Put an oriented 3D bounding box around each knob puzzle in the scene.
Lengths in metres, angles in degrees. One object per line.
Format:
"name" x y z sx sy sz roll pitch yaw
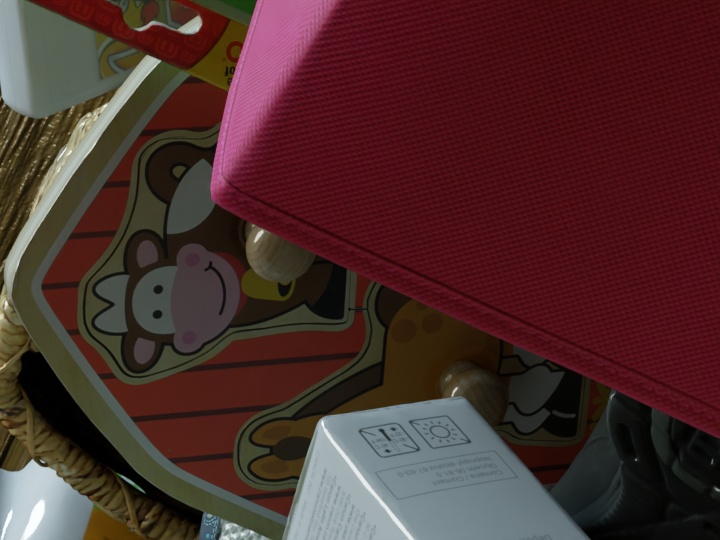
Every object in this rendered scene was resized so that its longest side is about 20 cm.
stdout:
"knob puzzle" 0.000 0.000 0.810 0.220 0.220 0.030 -64 27 16

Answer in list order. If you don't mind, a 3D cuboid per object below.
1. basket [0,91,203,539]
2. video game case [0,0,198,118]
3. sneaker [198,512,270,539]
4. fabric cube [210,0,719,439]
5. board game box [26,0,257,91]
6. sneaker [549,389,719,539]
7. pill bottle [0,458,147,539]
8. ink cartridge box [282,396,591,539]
"basket" -0.031 0.037 1.000 0.143 0.200 0.149 -66 10 -4
"video game case" -0.041 -0.164 0.927 0.200 0.023 0.182 -26 -53 -35
"sneaker" -0.001 0.044 0.908 0.200 0.078 0.086 -55 -8 22
"fabric cube" 0.106 -0.099 0.608 0.200 0.196 0.199 -81 17 -56
"board game box" -0.020 -0.149 0.741 0.200 0.096 0.030 -65 14 7
"sneaker" 0.088 0.057 0.744 0.091 0.076 0.200 -51 -7 -48
"pill bottle" -0.092 0.135 1.099 0.111 0.200 0.111 -157 90 -80
"ink cartridge box" 0.044 0.133 0.682 0.200 0.050 0.109 48 133 42
